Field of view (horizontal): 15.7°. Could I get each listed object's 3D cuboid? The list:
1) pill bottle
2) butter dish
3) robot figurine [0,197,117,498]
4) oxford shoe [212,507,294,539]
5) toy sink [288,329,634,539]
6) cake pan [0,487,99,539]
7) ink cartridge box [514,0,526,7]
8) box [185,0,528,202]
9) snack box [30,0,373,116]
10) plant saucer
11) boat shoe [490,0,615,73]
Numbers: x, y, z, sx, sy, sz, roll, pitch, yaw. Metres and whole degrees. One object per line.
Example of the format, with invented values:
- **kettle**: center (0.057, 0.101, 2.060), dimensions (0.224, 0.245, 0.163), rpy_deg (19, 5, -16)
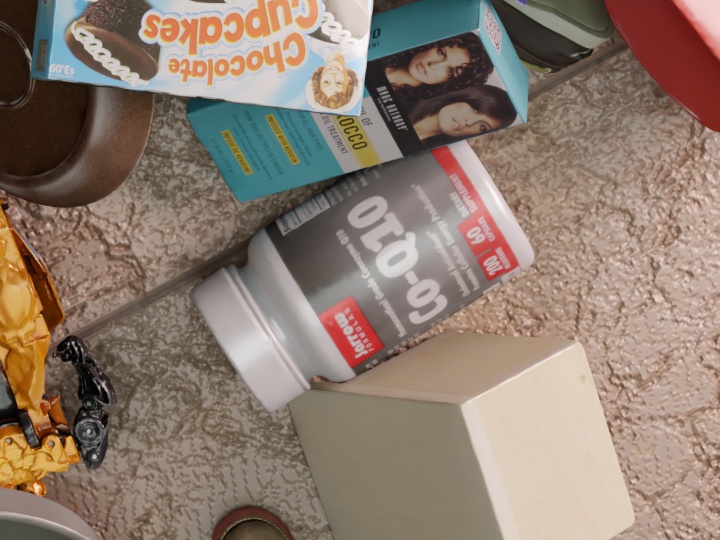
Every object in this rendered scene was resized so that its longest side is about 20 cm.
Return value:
- **pill bottle**: center (0.000, 0.000, 1.679), dimensions (0.200, 0.114, 0.114), rpy_deg (-33, 104, 0)
- **butter dish**: center (0.229, -0.174, 1.665), dimensions (0.200, 0.148, 0.199), rpy_deg (48, 49, -15)
- **robot figurine**: center (-0.240, 0.057, 1.663), dimensions (0.145, 0.058, 0.200), rpy_deg (-19, 103, -3)
- **oxford shoe**: center (-0.031, 0.252, 1.750), dimensions (0.070, 0.075, 0.200), rpy_deg (-39, 105, 1)
- **toy sink**: center (0.065, 0.117, 1.704), dimensions (0.112, 0.200, 0.130), rpy_deg (-26, 105, -32)
- **cake pan**: center (-0.249, 0.208, 1.686), dimensions (0.200, 0.037, 0.200), rpy_deg (-4, 135, -4)
- **ink cartridge box**: center (0.081, -0.269, 1.595), dimensions (0.099, 0.039, 0.200), rpy_deg (24, 56, -39)
- **box**: center (-0.001, -0.109, 1.640), dimensions (0.200, 0.049, 0.082), rpy_deg (-15, 129, 19)
- **snack box**: center (-0.089, -0.158, 1.538), dimensions (0.200, 0.037, 0.116), rpy_deg (5, 93, -25)
- **plant saucer**: center (-0.211, -0.129, 1.599), dimensions (0.200, 0.032, 0.200), rpy_deg (17, 120, 33)
- **boat shoe**: center (0.068, -0.188, 1.658), dimensions (0.201, 0.072, 0.061), rpy_deg (31, 134, -22)
